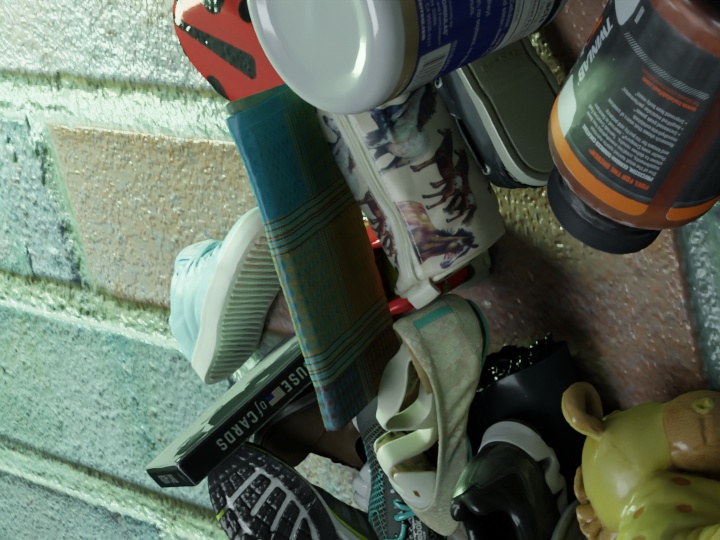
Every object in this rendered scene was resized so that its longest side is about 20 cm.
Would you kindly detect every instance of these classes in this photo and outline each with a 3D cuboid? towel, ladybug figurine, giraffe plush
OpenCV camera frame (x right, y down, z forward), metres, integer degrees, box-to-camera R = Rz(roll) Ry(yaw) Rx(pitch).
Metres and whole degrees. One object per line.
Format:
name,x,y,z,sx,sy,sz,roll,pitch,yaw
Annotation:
towel,-0.025,-0.016,1.290,0.022,0.147,0.201,-14,97,20
ladybug figurine,-0.059,-0.154,1.414,0.200,0.072,0.137,29,134,40
giraffe plush,0.190,0.141,1.233,0.173,0.199,0.163,80,178,-45

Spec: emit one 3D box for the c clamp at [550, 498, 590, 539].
c clamp,0.178,0.230,1.259,0.200,0.171,0.027,44,140,-2

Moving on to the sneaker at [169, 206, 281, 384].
sneaker,-0.108,0.005,1.587,0.082,0.074,0.200,47,142,17

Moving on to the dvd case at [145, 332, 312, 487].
dvd case,-0.079,0.094,1.488,0.025,0.150,0.200,48,168,-3

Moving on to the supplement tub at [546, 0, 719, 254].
supplement tub,0.163,-0.094,1.127,0.107,0.107,0.200,49,143,19

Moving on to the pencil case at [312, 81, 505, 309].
pencil case,0.014,-0.082,1.269,0.078,0.089,0.201,-21,98,48

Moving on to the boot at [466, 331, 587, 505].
boot,0.099,0.138,1.395,0.200,0.076,0.169,-29,92,49

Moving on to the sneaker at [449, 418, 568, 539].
sneaker,0.111,0.196,1.302,0.066,0.090,0.201,-21,101,43

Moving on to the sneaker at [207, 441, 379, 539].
sneaker,-0.030,0.193,1.554,0.200,0.074,0.081,41,-172,-10

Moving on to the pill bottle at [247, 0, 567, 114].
pill bottle,0.045,-0.168,1.151,0.115,0.199,0.116,30,133,37

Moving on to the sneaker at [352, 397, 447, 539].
sneaker,0.038,0.141,1.447,0.201,0.077,0.092,85,169,-55

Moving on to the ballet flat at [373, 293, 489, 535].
ballet flat,0.035,0.094,1.323,0.067,0.062,0.201,49,148,40

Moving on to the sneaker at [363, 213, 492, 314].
sneaker,0.000,0.000,1.428,0.200,0.085,0.077,-21,94,55

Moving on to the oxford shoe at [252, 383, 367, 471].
oxford shoe,-0.018,0.115,1.544,0.085,0.072,0.200,56,146,4

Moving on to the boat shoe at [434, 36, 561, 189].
boat shoe,0.065,-0.138,1.258,0.200,0.074,0.066,63,156,2
